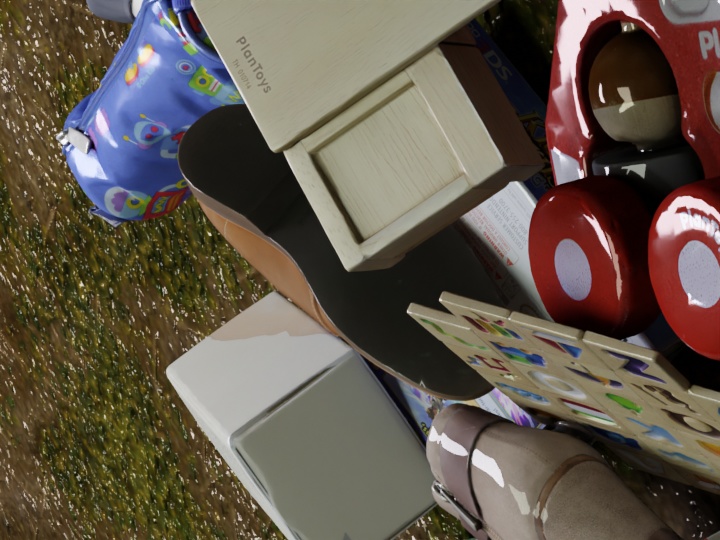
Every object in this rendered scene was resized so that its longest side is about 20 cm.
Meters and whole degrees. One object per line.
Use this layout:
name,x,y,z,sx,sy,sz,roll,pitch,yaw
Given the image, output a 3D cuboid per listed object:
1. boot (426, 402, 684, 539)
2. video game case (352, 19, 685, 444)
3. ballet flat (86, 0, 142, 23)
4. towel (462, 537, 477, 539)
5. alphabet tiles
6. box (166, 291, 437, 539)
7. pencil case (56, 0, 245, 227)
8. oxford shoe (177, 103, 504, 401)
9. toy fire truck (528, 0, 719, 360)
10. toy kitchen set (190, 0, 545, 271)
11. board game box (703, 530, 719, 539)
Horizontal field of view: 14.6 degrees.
boot,0.101,0.134,1.265,0.146,0.070,0.200,31,156,27
video game case,0.050,-0.005,1.294,0.200,0.045,0.181,52,144,12
ballet flat,-0.093,-0.167,1.436,0.073,0.073,0.200,57,149,16
towel,0.091,0.207,1.443,0.150,0.031,0.200,65,153,0
alphabet tiles,0.115,0.058,1.146,0.166,0.006,0.200,15,165,34
box,-0.030,0.081,1.427,0.095,0.078,0.200,56,174,-15
pencil case,-0.091,-0.097,1.414,0.200,0.086,0.078,133,130,-57
oxford shoe,0.000,0.000,1.278,0.200,0.071,0.071,41,163,32
toy fire truck,0.137,-0.062,1.067,0.200,0.112,0.169,5,107,59
toy kitchen set,0.044,-0.130,1.140,0.163,0.180,0.201,-33,78,23
board game box,0.170,0.163,1.134,0.046,0.151,0.201,47,148,32
